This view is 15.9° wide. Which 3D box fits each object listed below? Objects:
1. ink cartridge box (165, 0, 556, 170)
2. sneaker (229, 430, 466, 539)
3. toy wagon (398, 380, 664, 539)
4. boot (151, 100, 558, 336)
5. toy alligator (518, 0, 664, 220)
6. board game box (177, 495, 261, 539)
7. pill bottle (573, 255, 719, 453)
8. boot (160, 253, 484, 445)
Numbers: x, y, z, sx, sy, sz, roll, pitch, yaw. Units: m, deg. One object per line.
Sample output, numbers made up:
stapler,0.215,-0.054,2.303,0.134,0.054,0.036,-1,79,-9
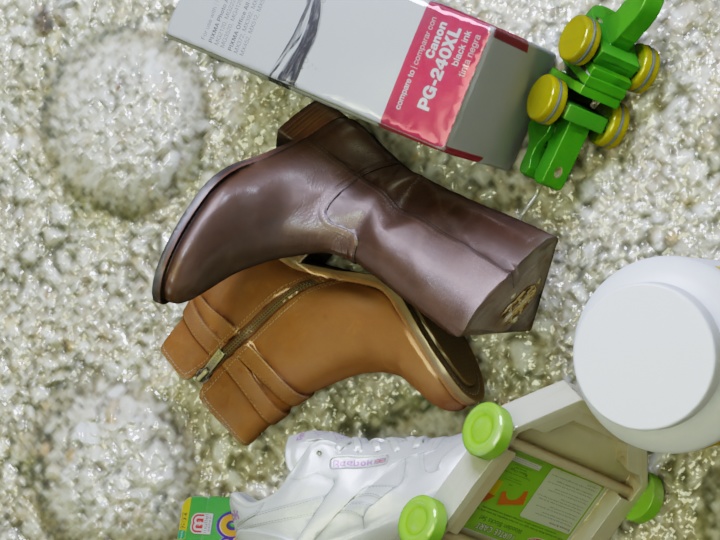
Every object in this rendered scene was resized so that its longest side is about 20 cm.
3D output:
ink cartridge box,0.001,-0.140,1.584,0.199,0.145,0.084,24,96,19
sneaker,0.008,0.129,1.590,0.199,0.075,0.100,-29,80,6
toy wagon,0.089,0.160,1.552,0.201,0.155,0.040,-55,41,12
boot,0.000,0.000,1.552,0.199,0.064,0.186,34,64,20
toy alligator,0.127,-0.096,1.592,0.201,0.059,0.054,-62,27,17
board game box,-0.027,0.197,1.642,0.199,0.030,0.096,2,71,18
pill bottle,0.187,0.048,1.486,0.111,0.200,0.113,0,89,20
boot,-0.026,0.057,1.634,0.155,0.074,0.200,-48,63,12
